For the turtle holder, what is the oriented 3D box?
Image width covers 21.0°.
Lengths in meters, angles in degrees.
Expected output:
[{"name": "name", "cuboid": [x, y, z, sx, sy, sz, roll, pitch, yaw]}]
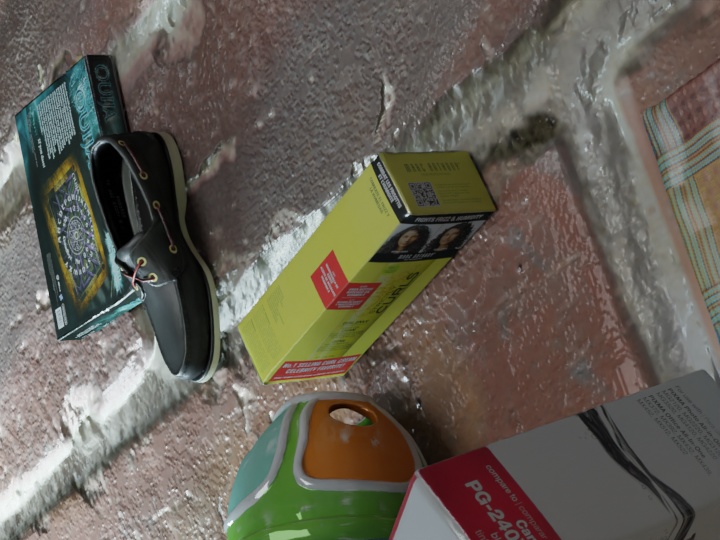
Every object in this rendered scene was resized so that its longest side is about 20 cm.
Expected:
[{"name": "turtle holder", "cuboid": [-0.018, 0.160, 1.256, 0.186, 0.140, 0.132, 74, -170, -64]}]

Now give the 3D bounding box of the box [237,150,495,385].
[{"name": "box", "cuboid": [0.000, 0.000, 1.248, 0.200, 0.075, 0.050, -47, 57, 42]}]

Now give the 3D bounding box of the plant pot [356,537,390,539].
[{"name": "plant pot", "cuboid": [0.013, 0.232, 1.103, 0.141, 0.200, 0.142, -28, 54, 39]}]

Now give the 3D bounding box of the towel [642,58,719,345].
[{"name": "towel", "cuboid": [0.222, -0.023, 0.998, 0.147, 0.022, 0.201, -37, 64, 47]}]

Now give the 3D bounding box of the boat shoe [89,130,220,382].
[{"name": "boat shoe", "cuboid": [-0.157, -0.009, 1.464, 0.074, 0.063, 0.202, -30, 71, 47]}]

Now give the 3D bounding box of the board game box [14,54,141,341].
[{"name": "board game box", "cuboid": [-0.224, -0.057, 1.571, 0.135, 0.028, 0.201, -28, 71, 50]}]

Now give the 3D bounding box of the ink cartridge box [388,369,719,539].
[{"name": "ink cartridge box", "cuboid": [0.110, 0.150, 1.000, 0.083, 0.199, 0.146, 50, 140, 34]}]
